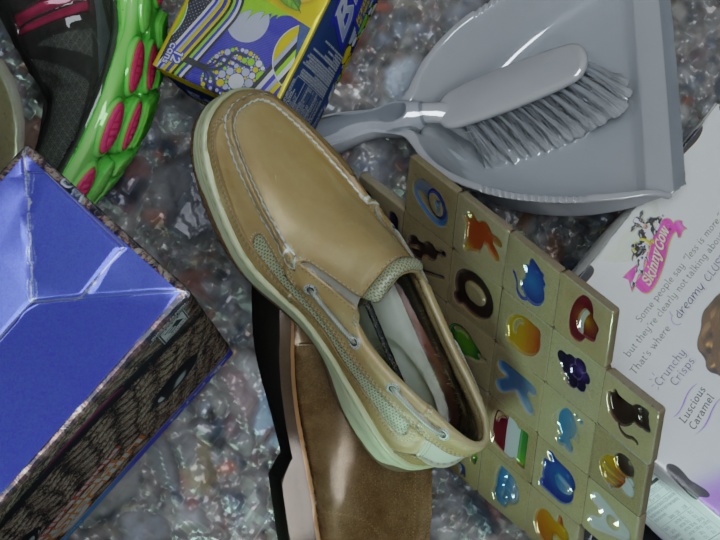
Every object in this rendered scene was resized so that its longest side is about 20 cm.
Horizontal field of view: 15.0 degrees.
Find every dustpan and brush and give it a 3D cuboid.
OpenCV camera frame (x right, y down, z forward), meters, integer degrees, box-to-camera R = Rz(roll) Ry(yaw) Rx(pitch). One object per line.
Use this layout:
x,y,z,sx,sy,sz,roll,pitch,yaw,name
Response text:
0.051,-0.076,1.320,0.199,0.057,0.140,-18,53,25,dustpan and brush

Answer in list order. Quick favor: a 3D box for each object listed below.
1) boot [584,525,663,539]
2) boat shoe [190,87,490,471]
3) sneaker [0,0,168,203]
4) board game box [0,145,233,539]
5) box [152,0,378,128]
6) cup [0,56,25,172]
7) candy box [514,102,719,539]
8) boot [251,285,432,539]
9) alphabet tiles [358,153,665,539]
0.177,0.197,1.333,0.199,0.066,0.165,17,88,-9,boot
0.000,0.000,1.244,0.072,0.076,0.200,-41,104,-26,boat shoe
-0.139,-0.125,1.316,0.083,0.077,0.201,4,84,13,sneaker
-0.152,0.051,1.230,0.097,0.200,0.160,41,86,8,board game box
-0.019,-0.166,1.314,0.070,0.064,0.201,25,85,17,box
-0.273,-0.046,1.249,0.143,0.200,0.201,29,85,24,cup
0.189,0.050,1.301,0.200,0.072,0.168,40,68,2,candy box
-0.011,0.051,1.315,0.075,0.074,0.201,-8,98,-7,boot
0.063,0.044,1.258,0.006,0.167,0.200,-28,50,-31,alphabet tiles
